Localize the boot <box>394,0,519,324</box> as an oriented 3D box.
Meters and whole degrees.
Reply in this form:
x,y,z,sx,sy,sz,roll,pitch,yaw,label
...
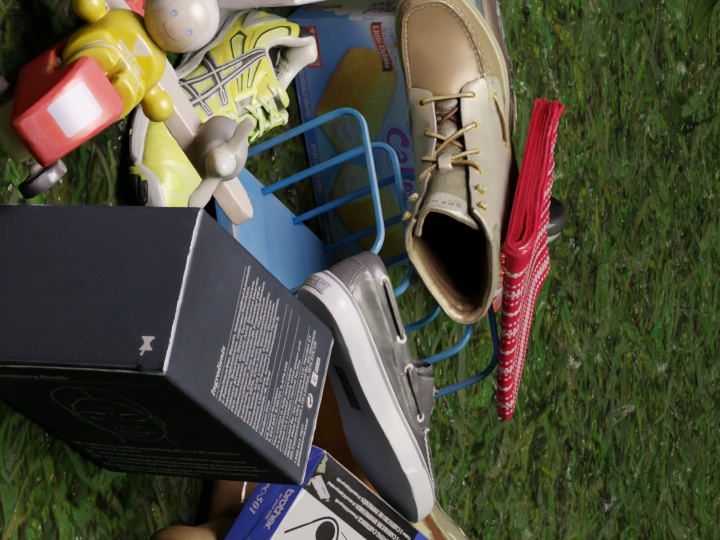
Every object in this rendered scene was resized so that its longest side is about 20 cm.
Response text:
x,y,z,sx,sy,sz,roll,pitch,yaw,label
0.061,-0.081,1.665,0.155,0.071,0.201,-69,148,-60,boot

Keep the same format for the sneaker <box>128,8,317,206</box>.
x,y,z,sx,sy,sz,roll,pitch,yaw,label
-0.094,-0.108,1.647,0.076,0.076,0.201,68,35,-43,sneaker

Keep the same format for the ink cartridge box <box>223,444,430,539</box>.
x,y,z,sx,sy,sz,roll,pitch,yaw,label
-0.002,0.204,1.661,0.200,0.044,0.094,42,75,-39,ink cartridge box

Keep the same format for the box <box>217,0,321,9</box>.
x,y,z,sx,sy,sz,roll,pitch,yaw,label
-0.045,-0.233,1.644,0.200,0.112,0.102,-21,109,-61,box

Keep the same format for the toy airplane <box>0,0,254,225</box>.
x,y,z,sx,sy,sz,roll,pitch,yaw,label
-0.136,-0.137,1.477,0.199,0.141,0.201,20,53,-49,toy airplane

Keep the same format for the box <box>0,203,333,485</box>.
x,y,z,sx,sy,sz,roll,pitch,yaw,label
-0.128,0.047,1.504,0.200,0.147,0.108,46,51,-57,box

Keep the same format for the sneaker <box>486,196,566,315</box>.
x,y,z,sx,sy,sz,roll,pitch,yaw,label
0.112,-0.012,1.999,0.201,0.067,0.109,-148,-120,-68,sneaker

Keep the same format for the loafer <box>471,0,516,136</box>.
x,y,z,sx,sy,sz,roll,pitch,yaw,label
0.084,-0.156,1.761,0.063,0.071,0.202,-32,120,-45,loafer

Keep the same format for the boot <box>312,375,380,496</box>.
x,y,z,sx,sy,sz,roll,pitch,yaw,label
-0.028,0.162,1.691,0.145,0.070,0.202,-64,146,-29,boot

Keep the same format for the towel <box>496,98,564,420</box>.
x,y,z,sx,sy,sz,roll,pitch,yaw,label
0.119,-0.007,1.738,0.201,0.022,0.145,89,13,-52,towel

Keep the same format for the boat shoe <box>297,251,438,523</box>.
x,y,z,sx,sy,sz,roll,pitch,yaw,label
0.019,0.075,1.631,0.066,0.070,0.201,-34,118,-22,boat shoe

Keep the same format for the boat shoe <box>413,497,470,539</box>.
x,y,z,sx,sy,sz,roll,pitch,yaw,label
0.012,0.179,1.822,0.200,0.076,0.074,51,50,-3,boat shoe

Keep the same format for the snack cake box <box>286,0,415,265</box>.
x,y,z,sx,sy,sz,roll,pitch,yaw,label
0.022,-0.107,1.847,0.067,0.114,0.202,-45,132,-55,snack cake box

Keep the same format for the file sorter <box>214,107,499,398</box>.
x,y,z,sx,sy,sz,roll,pitch,yaw,label
0.000,0.000,1.732,0.200,0.122,0.140,44,31,-50,file sorter

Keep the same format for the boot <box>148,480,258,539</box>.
x,y,z,sx,sy,sz,roll,pitch,yaw,label
-0.088,0.136,1.704,0.175,0.066,0.201,60,39,-63,boot
